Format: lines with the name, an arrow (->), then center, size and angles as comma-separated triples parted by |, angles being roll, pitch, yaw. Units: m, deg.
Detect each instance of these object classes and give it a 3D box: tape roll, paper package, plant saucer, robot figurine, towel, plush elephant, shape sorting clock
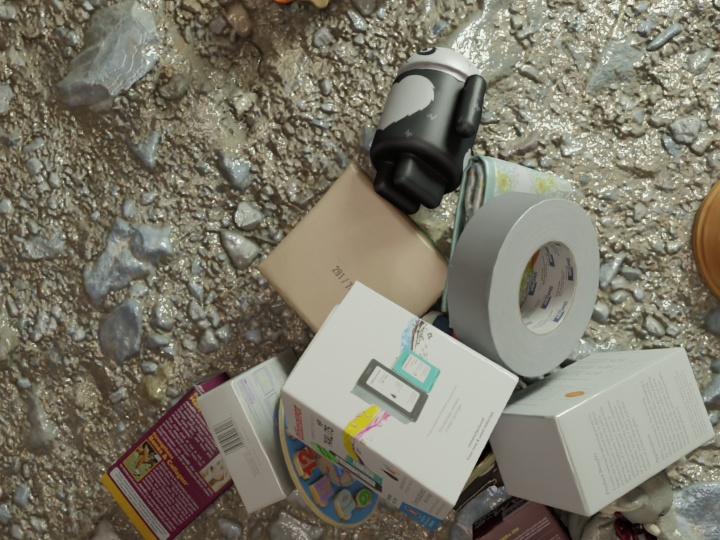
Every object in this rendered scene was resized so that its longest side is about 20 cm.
tape roll -> 0.191, 0.015, 0.766 | 0.066, 0.197, 0.205 | 16, 96, 50
paper package -> 0.000, 0.000, 0.872 | 0.191, 0.103, 0.200 | -45, 84, 8
plant saucer -> 0.514, -0.038, 0.814 | 0.195, 0.037, 0.206 | 0, 93, 10
robot figurine -> 0.081, -0.175, 0.822 | 0.147, 0.125, 0.204 | 13, 71, 20
towel -> 0.181, -0.026, 0.820 | 0.048, 0.168, 0.205 | 16, 97, 50
plush elephant -> 0.327, 0.293, 0.788 | 0.162, 0.156, 0.202 | -23, 69, -30
shape sorting clock -> -0.031, 0.216, 0.837 | 0.039, 0.199, 0.203 | -27, 88, 31

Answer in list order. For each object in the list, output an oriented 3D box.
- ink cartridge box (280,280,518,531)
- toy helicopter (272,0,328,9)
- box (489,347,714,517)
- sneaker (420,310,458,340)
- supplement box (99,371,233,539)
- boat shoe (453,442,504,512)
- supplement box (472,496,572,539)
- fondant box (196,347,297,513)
ink cartridge box -> 0.036, 0.145, 0.710 | 0.197, 0.148, 0.147 | 30, 64, 14
toy helicopter -> -0.034, -0.413, 0.876 | 0.195, 0.079, 0.135 | 5, 110, -6
box -> 0.267, 0.176, 0.766 | 0.196, 0.152, 0.109 | -20, 89, -22
sneaker -> 0.098, 0.155, 0.846 | 0.083, 0.075, 0.204 | 20, 120, 24
supplement box -> -0.234, 0.259, 0.920 | 0.199, 0.103, 0.132 | -42, 85, 9
boat shoe -> 0.193, 0.247, 0.862 | 0.066, 0.072, 0.201 | 44, 94, 11
supplement box -> 0.243, 0.395, 0.863 | 0.108, 0.061, 0.202 | -36, 87, 8
fondant box -> -0.112, 0.192, 0.847 | 0.057, 0.200, 0.147 | -27, 88, 16
